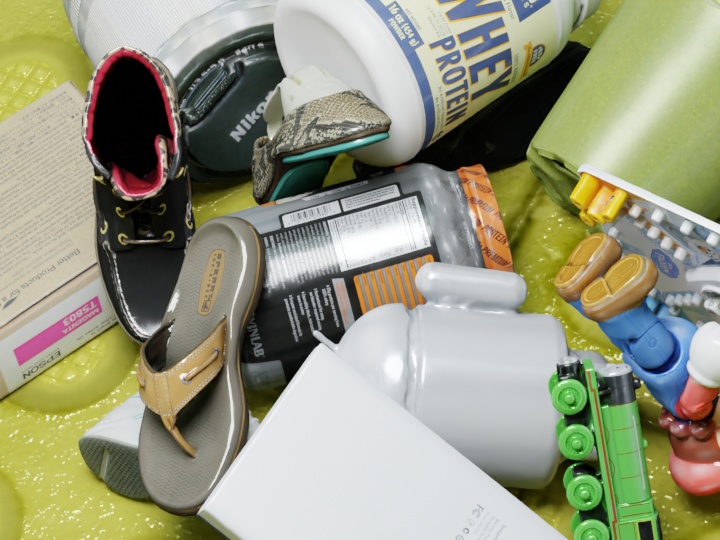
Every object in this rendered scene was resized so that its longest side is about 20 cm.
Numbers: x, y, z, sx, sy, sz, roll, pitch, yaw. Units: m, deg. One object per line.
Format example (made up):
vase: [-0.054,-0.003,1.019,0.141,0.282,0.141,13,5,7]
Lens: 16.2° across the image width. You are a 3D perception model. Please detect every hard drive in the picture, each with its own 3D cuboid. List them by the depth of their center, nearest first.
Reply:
hard drive: [0.016,0.158,1.544,0.200,0.025,0.132,38,65,-5]

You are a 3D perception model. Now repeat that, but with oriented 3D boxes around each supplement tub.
supplement tub: [0.000,0.000,1.718,0.198,0.123,0.123,-15,52,-2]
supplement tub: [0.055,-0.178,1.742,0.199,0.146,0.145,-35,55,-23]

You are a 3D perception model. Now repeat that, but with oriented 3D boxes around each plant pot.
plant pot: [0.217,-0.110,1.738,0.190,0.200,0.200,-46,58,-10]

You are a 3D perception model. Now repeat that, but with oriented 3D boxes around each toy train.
toy train: [0.156,0.148,1.554,0.056,0.202,0.042,-9,11,3]

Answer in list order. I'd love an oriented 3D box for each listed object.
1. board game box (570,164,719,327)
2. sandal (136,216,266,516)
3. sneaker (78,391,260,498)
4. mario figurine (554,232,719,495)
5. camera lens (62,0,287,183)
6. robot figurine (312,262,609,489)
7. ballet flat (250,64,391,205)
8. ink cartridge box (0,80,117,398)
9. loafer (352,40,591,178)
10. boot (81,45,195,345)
board game box: [0.236,0.023,1.613,0.199,0.200,0.026,27,75,27]
sandal: [-0.108,0.056,1.614,0.081,0.054,0.202,2,73,35]
sneaker: [-0.091,0.112,1.669,0.199,0.071,0.080,11,45,33]
mario figurine: [0.213,0.053,1.601,0.106,0.200,0.124,-25,31,27]
camera lens: [-0.119,-0.176,1.848,0.159,0.160,0.200,-26,53,-10]
robot figurine: [0.064,0.081,1.636,0.198,0.113,0.171,5,95,-4]
ballet flat: [-0.037,-0.096,1.705,0.067,0.200,0.076,-15,83,-20]
ink cartridge box: [-0.239,-0.020,1.805,0.199,0.075,0.165,-33,56,-16]
loafer: [0.082,-0.110,1.821,0.199,0.073,0.072,-34,50,-17]
boot: [-0.145,-0.051,1.669,0.073,0.151,0.202,-1,87,-2]
